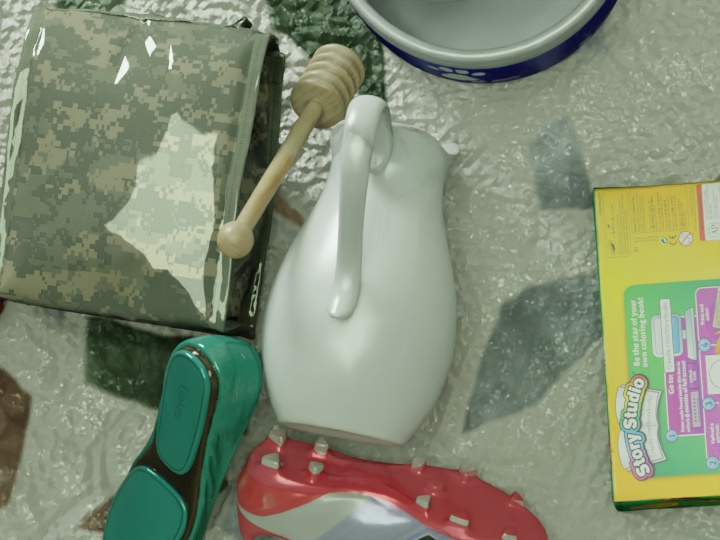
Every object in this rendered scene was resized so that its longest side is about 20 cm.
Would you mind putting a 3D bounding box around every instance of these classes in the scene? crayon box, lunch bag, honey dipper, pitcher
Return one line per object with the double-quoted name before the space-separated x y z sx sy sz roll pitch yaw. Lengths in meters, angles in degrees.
"crayon box" 0.210 0.046 1.520 0.118 0.058 0.202 -4 82 8
"lunch bag" -0.139 -0.067 1.559 0.163 0.118 0.202 7 88 10
"honey dipper" -0.048 -0.073 1.524 0.038 0.038 0.200 19 43 10
"pitcher" 0.000 0.000 1.500 0.120 0.172 0.201 8 83 14

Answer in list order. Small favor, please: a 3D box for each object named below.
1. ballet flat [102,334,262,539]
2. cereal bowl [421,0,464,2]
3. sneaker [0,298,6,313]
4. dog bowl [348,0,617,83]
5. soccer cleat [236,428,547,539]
"ballet flat" -0.105 0.123 1.539 0.067 0.070 0.201 42 127 31
"cereal bowl" 0.054 -0.258 1.494 0.199 0.083 0.202 -1 82 8
"sneaker" -0.291 0.033 1.586 0.074 0.081 0.201 31 88 13
"dog bowl" 0.077 -0.224 1.568 0.199 0.079 0.202 -1 82 8
"soccer cleat" 0.018 0.159 1.539 0.199 0.067 0.077 15 123 2
